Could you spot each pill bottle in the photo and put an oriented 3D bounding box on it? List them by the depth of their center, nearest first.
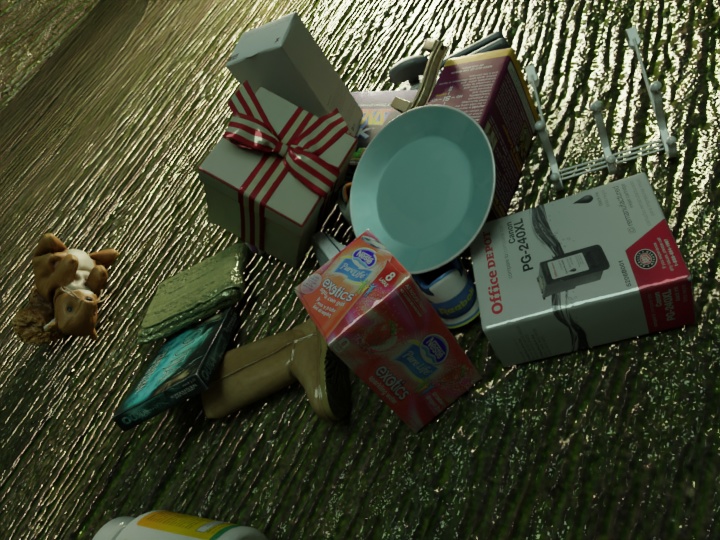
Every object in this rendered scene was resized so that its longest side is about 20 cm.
[{"bbox_3d":[-0.200,0.323,0.622,0.199,0.113,0.113,-5,53,30],"label":"pill bottle"}]

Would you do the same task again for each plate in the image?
[{"bbox_3d":[0.071,-0.094,0.679,0.199,0.026,0.202,-7,78,37],"label":"plate"}]

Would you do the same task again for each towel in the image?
[{"bbox_3d":[-0.266,0.037,0.933,0.199,0.037,0.149,-28,32,12],"label":"towel"}]

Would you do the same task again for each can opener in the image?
[{"bbox_3d":[0.147,-0.344,0.964,0.199,0.067,0.053,-19,46,13],"label":"can opener"}]

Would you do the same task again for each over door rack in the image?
[{"bbox_3d":[0.294,-0.213,0.731,0.147,0.067,0.201,-15,63,22],"label":"over door rack"}]

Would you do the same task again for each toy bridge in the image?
[{"bbox_3d":[0.065,-0.228,0.815,0.201,0.027,0.067,-59,28,11],"label":"toy bridge"}]

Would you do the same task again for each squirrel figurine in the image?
[{"bbox_3d":[-0.542,0.063,1.066,0.200,0.141,0.187,-43,53,16],"label":"squirrel figurine"}]

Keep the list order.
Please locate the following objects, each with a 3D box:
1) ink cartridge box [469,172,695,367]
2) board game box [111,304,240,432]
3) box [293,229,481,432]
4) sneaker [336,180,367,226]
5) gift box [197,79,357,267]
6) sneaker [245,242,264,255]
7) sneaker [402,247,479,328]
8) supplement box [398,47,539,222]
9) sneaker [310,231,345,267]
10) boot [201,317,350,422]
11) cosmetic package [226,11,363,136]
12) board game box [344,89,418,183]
[{"bbox_3d":[0.224,0.002,0.618,0.199,0.083,0.146,-18,48,21],"label":"ink cartridge box"},{"bbox_3d":[-0.249,0.129,0.811,0.135,0.028,0.200,-28,19,11],"label":"board game box"},{"bbox_3d":[0.035,0.069,0.606,0.102,0.200,0.095,-39,42,-1],"label":"box"},{"bbox_3d":[0.000,-0.102,0.830,0.074,0.079,0.200,-39,21,3],"label":"sneaker"},{"bbox_3d":[-0.118,-0.149,0.843,0.184,0.187,0.201,24,68,-1],"label":"gift box"},{"bbox_3d":[-0.171,-0.105,0.987,0.099,0.075,0.200,-29,48,-8],"label":"sneaker"},{"bbox_3d":[0.084,-0.019,0.729,0.074,0.082,0.200,-37,42,4],"label":"sneaker"},{"bbox_3d":[0.152,-0.174,0.774,0.103,0.131,0.201,4,58,37],"label":"supplement box"},{"bbox_3d":[0.000,0.000,0.790,0.071,0.073,0.200,-27,43,-19],"label":"sneaker"},{"bbox_3d":[-0.114,0.149,0.743,0.199,0.066,0.176,-25,34,14],"label":"boot"},{"bbox_3d":[-0.096,-0.277,0.889,0.112,0.200,0.082,-3,54,32],"label":"cosmetic package"},{"bbox_3d":[0.010,-0.221,0.958,0.199,0.057,0.166,11,64,39],"label":"board game box"}]
